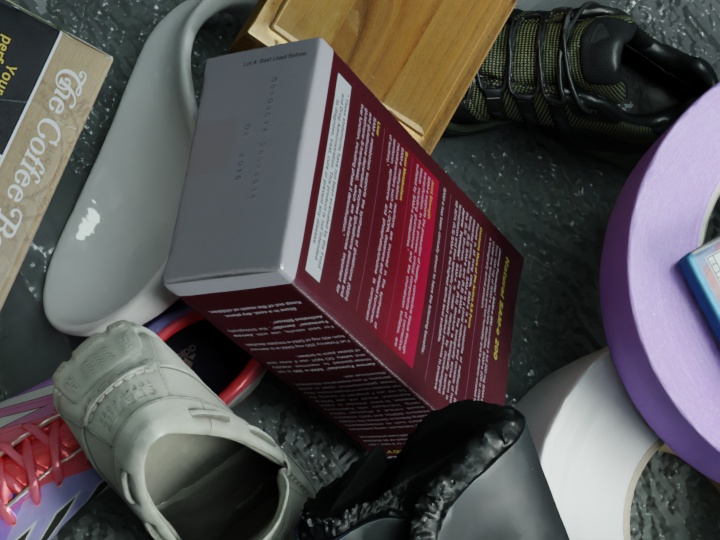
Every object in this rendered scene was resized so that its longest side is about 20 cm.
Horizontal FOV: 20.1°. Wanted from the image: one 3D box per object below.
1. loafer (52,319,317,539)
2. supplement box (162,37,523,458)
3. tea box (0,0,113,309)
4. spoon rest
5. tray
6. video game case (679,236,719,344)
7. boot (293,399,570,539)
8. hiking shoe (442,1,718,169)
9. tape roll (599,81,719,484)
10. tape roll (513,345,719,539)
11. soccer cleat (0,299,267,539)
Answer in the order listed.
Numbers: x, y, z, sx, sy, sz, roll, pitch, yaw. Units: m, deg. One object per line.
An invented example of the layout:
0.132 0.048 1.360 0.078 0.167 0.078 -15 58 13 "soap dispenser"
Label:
-0.058 0.096 0.836 0.070 0.200 0.070 -42 50 -1 "loafer"
0.000 0.000 0.877 0.200 0.060 0.110 43 48 -48 "supplement box"
-0.234 -0.027 0.809 0.196 0.134 0.201 28 67 -13 "tea box"
-0.085 -0.055 0.909 0.061 0.099 0.201 44 53 -30 "spoon rest"
0.033 -0.156 0.928 0.098 0.037 0.201 34 72 -11 "tray"
0.257 0.014 0.877 0.199 0.018 0.144 -26 83 -8 "video game case"
0.089 0.129 0.834 0.198 0.077 0.169 -21 112 3 "boot"
0.086 -0.106 0.983 0.198 0.101 0.077 9 72 -21 "hiking shoe"
0.211 0.005 0.917 0.198 0.066 0.202 1 81 -4 "tape roll"
0.155 0.128 0.968 0.201 0.071 0.205 6 74 -21 "tape roll"
-0.118 0.070 0.863 0.199 0.076 0.067 -34 90 -27 "soccer cleat"
